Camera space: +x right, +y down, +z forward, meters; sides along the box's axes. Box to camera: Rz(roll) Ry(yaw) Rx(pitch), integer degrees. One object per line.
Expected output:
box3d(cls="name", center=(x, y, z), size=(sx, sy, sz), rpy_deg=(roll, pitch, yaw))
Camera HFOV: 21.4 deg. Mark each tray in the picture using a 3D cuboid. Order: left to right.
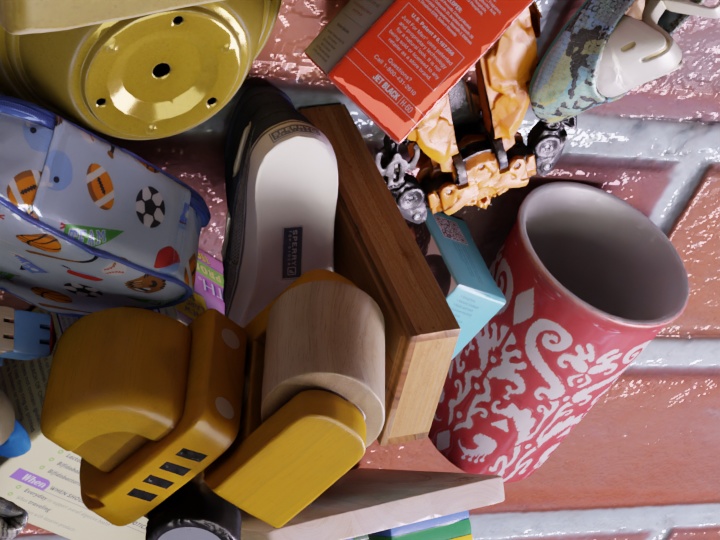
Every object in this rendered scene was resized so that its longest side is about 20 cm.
box3d(cls="tray", center=(0.000, 0.000, 1.191), size=(0.037, 0.201, 0.099), rpy_deg=(-9, 138, -22))

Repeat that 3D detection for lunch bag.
box3d(cls="lunch bag", center=(-0.199, -0.036, 1.112), size=(0.160, 0.076, 0.200), rpy_deg=(-5, 155, 40))

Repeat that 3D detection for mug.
box3d(cls="mug", center=(0.149, 0.055, 1.390), size=(0.177, 0.134, 0.200), rpy_deg=(5, 136, -29))

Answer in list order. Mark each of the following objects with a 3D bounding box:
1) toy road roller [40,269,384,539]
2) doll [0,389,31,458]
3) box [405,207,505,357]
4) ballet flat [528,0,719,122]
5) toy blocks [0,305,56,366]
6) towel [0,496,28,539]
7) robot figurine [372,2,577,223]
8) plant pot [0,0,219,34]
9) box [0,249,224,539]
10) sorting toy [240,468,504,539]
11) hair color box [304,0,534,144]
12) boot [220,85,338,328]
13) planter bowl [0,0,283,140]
box3d(cls="toy road roller", center=(-0.092, 0.073, 1.101), size=(0.146, 0.123, 0.200), rpy_deg=(35, 122, -26))
box3d(cls="doll", center=(-0.273, 0.095, 1.181), size=(0.136, 0.049, 0.199), rpy_deg=(14, 168, -37))
box3d(cls="box", center=(0.011, 0.054, 1.351), size=(0.049, 0.083, 0.200), rpy_deg=(18, 124, -39))
box3d(cls="ballet flat", center=(0.185, -0.162, 1.170), size=(0.200, 0.074, 0.074), rpy_deg=(-51, 137, 3))
box3d(cls="toy blocks", center=(-0.273, 0.030, 1.129), size=(0.136, 0.101, 0.199), rpy_deg=(11, 163, -43))
box3d(cls="towel", center=(-0.309, 0.130, 1.176), size=(0.199, 0.035, 0.192), rpy_deg=(24, 164, -12))
box3d(cls="robot figurine", center=(0.063, -0.116, 1.209), size=(0.144, 0.058, 0.201), rpy_deg=(-20, 140, -6))
box3d(cls="plant pot", center=(-0.097, -0.255, 0.878), size=(0.194, 0.195, 0.201), rpy_deg=(-12, 130, -15))
box3d(cls="box", center=(-0.149, 0.087, 1.293), size=(0.200, 0.097, 0.176), rpy_deg=(-39, 139, 18))
box3d(cls="sorting toy", center=(-0.026, 0.198, 1.392), size=(0.198, 0.070, 0.200), rpy_deg=(-9, -179, -31))
box3d(cls="hair color box", center=(0.061, -0.170, 1.070), size=(0.061, 0.102, 0.200), rpy_deg=(41, 95, -16))
box3d(cls="boot", center=(-0.054, -0.011, 1.197), size=(0.072, 0.090, 0.201), rpy_deg=(1, 116, -19))
box3d(cls="planter bowl", center=(-0.121, -0.135, 1.071), size=(0.199, 0.084, 0.201), rpy_deg=(-14, 139, -12))
